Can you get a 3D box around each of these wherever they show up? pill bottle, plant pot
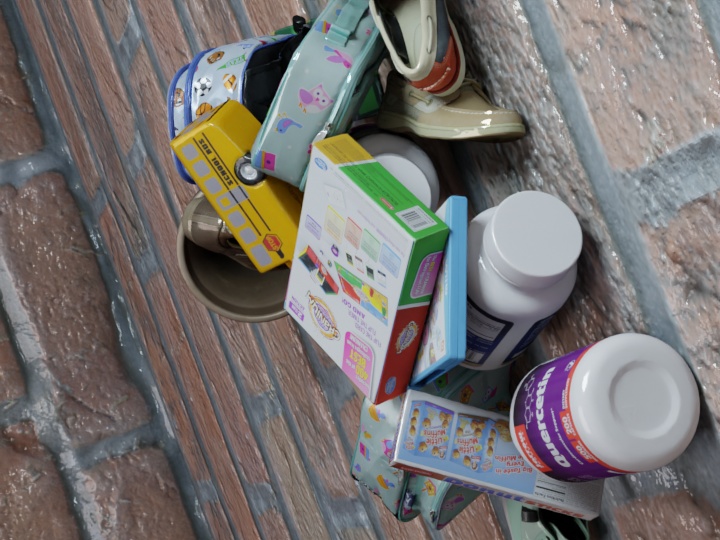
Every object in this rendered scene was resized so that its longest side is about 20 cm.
[{"bbox_3d":[0.132,0.008,1.358,0.111,0.111,0.200,64,160,17],"label":"pill bottle"},{"bbox_3d":[-0.146,-0.046,1.987,0.175,0.200,0.201,-119,13,-76],"label":"plant pot"},{"bbox_3d":[0.199,0.123,1.283,0.113,0.112,0.200,68,161,6],"label":"pill bottle"},{"bbox_3d":[0.020,-0.085,1.490,0.200,0.111,0.112,-107,1,-78],"label":"pill bottle"}]

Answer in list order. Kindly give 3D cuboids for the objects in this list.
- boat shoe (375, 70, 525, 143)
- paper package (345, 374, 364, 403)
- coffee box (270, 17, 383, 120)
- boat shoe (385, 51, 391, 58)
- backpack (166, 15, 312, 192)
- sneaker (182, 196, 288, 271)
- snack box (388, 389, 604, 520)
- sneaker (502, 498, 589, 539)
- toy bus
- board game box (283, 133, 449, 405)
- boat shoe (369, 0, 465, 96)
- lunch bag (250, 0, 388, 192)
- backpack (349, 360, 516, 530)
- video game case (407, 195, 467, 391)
[{"bbox_3d":[0.082,-0.156,1.402,0.200,0.072,0.065,18,104,57],"label":"boat shoe"},{"bbox_3d":[0.023,0.039,1.699,0.200,0.103,0.191,58,158,34],"label":"paper package"},{"bbox_3d":[-0.039,-0.227,1.698,0.200,0.044,0.123,12,119,68],"label":"coffee box"},{"bbox_3d":[-0.006,-0.306,1.502,0.073,0.063,0.201,36,141,58],"label":"boat shoe"},{"bbox_3d":[-0.121,-0.162,1.589,0.190,0.154,0.201,-32,-67,-73],"label":"backpack"},{"bbox_3d":[-0.101,-0.031,1.595,0.075,0.200,0.071,15,93,38],"label":"sneaker"},{"bbox_3d":[0.129,0.170,1.381,0.024,0.199,0.072,122,163,-67],"label":"snack box"},{"bbox_3d":[0.200,0.303,1.502,0.118,0.074,0.201,145,107,-77],"label":"sneaker"},{"bbox_3d":[-0.096,-0.069,1.477,0.078,0.065,0.200,-27,106,29],"label":"toy bus"},{"bbox_3d":[0.000,0.000,1.363,0.153,0.040,0.200,45,139,33],"label":"board game box"},{"bbox_3d":[0.038,-0.251,1.377,0.071,0.062,0.201,-33,62,30],"label":"boat shoe"},{"bbox_3d":[-0.031,-0.176,1.420,0.161,0.077,0.200,-60,4,33],"label":"lunch bag"},{"bbox_3d":[0.085,0.153,1.538,0.153,0.176,0.200,35,145,32],"label":"backpack"},{"bbox_3d":[0.064,0.027,1.363,0.200,0.018,0.144,131,142,-73],"label":"video game case"}]
